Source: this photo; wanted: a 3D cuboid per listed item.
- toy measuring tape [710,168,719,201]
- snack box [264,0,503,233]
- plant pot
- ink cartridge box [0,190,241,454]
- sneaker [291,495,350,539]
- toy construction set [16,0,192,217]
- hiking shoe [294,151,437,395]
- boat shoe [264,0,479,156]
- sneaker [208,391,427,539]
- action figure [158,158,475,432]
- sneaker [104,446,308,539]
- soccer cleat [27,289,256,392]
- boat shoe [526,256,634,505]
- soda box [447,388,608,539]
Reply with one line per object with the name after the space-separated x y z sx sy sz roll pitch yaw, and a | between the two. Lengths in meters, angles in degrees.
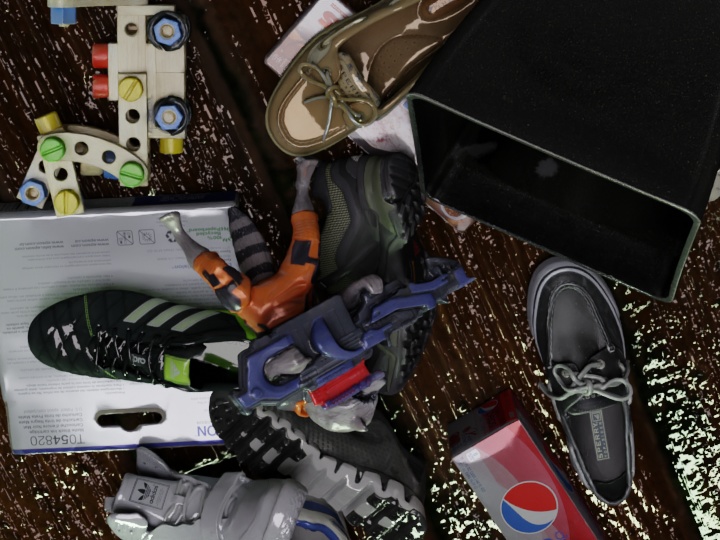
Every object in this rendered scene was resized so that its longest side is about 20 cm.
0.291 -0.137 1.184 0.074 0.074 0.200 38 103 -12 | toy measuring tape
0.026 -0.118 1.213 0.200 0.024 0.072 40 102 -12 | snack box
0.164 -0.118 1.108 0.199 0.200 0.177 25 76 12 | plant pot
-0.184 0.041 1.258 0.199 0.041 0.200 -2 109 0 | ink cartridge box
-0.022 0.260 1.308 0.075 0.088 0.200 -29 108 7 | sneaker
-0.189 -0.138 1.175 0.131 0.092 0.200 0 116 -3 | toy construction set
0.000 0.000 1.238 0.101 0.076 0.200 7 117 22 | hiking shoe
0.012 -0.154 1.156 0.200 0.063 0.073 -42 104 9 | boat shoe
-0.028 0.133 1.267 0.200 0.091 0.066 32 134 -14 | sneaker
-0.028 0.023 1.157 0.200 0.105 0.194 -20 83 -23 | action figure
-0.124 0.185 1.238 0.115 0.200 0.075 29 62 -15 | sneaker
-0.149 0.057 1.198 0.200 0.081 0.068 4 109 -2 | soccer cleat
0.175 0.088 1.260 0.074 0.068 0.199 -8 108 2 | boat shoe
0.147 0.198 1.296 0.063 0.070 0.200 -32 106 9 | soda box
